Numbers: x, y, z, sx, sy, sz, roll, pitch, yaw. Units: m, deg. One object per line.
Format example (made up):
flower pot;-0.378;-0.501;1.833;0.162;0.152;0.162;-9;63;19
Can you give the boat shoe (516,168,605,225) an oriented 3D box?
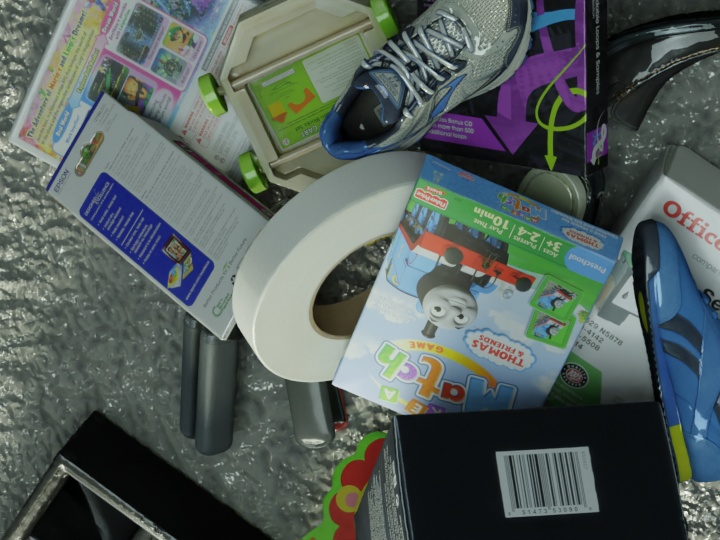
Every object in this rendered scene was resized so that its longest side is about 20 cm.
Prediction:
boat shoe;0.130;-0.005;1.646;0.074;0.066;0.201;34;127;23

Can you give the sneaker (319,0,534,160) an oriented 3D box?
sneaker;0.043;-0.136;1.532;0.077;0.085;0.200;52;128;10

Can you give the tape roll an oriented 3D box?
tape roll;0.000;0.000;1.619;0.203;0.202;0.037;-53;53;21

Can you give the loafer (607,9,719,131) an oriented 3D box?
loafer;0.190;-0.136;1.586;0.199;0.073;0.073;-16;93;28

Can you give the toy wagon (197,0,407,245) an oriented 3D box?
toy wagon;-0.023;-0.113;1.648;0.154;0.040;0.201;-23;113;9

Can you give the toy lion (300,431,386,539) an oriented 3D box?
toy lion;0.025;0.224;1.704;0.198;0.069;0.193;-20;77;-5

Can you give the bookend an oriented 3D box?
bookend;-0.201;0.259;1.794;0.198;0.092;0.201;36;113;-1

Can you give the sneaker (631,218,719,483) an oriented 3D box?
sneaker;0.241;0.054;1.557;0.078;0.066;0.202;-13;107;4

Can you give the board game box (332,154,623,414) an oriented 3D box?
board game box;0.081;0.031;1.579;0.150;0.037;0.201;22;127;0

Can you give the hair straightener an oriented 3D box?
hair straightener;-0.048;0.044;1.697;0.041;0.077;0.202;-1;108;17

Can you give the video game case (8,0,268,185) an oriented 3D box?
video game case;-0.155;-0.143;1.690;0.181;0.024;0.201;29;112;2

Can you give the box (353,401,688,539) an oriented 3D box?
box;0.110;0.190;1.581;0.198;0.125;0.197;-2;152;-11

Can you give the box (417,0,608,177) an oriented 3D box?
box;0.105;-0.174;1.548;0.142;0.036;0.202;11;112;34

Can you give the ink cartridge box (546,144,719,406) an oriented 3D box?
ink cartridge box;0.232;0.031;1.627;0.145;0.084;0.201;32;112;1

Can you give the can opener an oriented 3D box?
can opener;-0.107;0.050;1.721;0.066;0.053;0.202;-8;120;-31

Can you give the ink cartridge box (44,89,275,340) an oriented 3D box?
ink cartridge box;-0.143;-0.043;1.662;0.200;0.037;0.095;38;105;20
